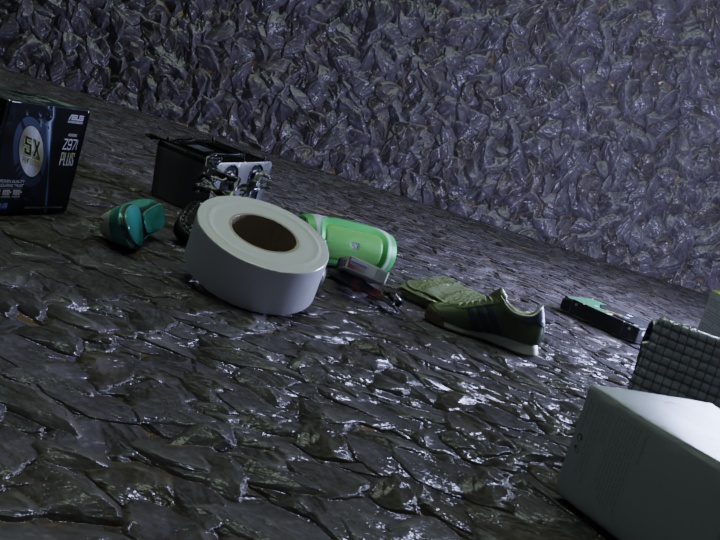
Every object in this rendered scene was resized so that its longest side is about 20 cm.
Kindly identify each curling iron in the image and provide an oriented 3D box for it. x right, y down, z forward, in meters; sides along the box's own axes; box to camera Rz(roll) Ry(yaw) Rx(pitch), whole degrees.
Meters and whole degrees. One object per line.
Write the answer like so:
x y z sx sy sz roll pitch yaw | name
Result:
0.002 0.030 1.717 0.198 0.026 0.049 22 -12 48 | curling iron

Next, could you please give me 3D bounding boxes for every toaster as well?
-0.307 -0.193 2.042 0.197 0.121 0.180 23 17 28 | toaster

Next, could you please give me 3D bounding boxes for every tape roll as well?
-0.145 -0.024 1.446 0.199 0.072 0.203 19 26 -9 | tape roll

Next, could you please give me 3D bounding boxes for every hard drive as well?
0.550 0.108 2.230 0.198 0.039 0.138 27 13 39 | hard drive

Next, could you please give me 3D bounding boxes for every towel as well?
0.166 0.050 1.860 0.146 0.037 0.199 24 11 25 | towel
0.449 0.166 1.356 0.196 0.169 0.086 19 6 4 | towel

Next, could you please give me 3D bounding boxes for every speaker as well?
-0.031 -0.048 1.892 0.197 0.090 0.088 11 11 -33 | speaker

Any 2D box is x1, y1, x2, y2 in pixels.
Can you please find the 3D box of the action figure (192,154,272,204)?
-0.179 -0.108 1.664 0.199 0.120 0.102 41 56 19 | action figure

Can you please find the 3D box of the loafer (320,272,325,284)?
-0.147 -0.011 1.578 0.197 0.070 0.071 19 43 -15 | loafer

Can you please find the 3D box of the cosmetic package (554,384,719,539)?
0.336 0.216 1.000 0.196 0.125 0.199 12 10 -32 | cosmetic package

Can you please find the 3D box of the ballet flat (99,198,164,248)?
-0.352 -0.069 1.537 0.069 0.069 0.200 -6 8 5 | ballet flat

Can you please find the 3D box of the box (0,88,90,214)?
-0.503 -0.174 1.503 0.085 0.167 0.200 19 9 17 | box

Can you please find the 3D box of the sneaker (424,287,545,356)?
0.210 0.067 1.680 0.197 0.092 0.067 19 11 8 | sneaker

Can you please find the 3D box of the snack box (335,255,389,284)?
0.000 0.000 1.741 0.071 0.025 0.200 22 -3 -6 | snack box

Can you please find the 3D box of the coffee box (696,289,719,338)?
0.633 0.168 1.571 0.196 0.202 0.200 16 10 -7 | coffee box

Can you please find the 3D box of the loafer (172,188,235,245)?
-0.260 -0.076 1.726 0.073 0.071 0.200 49 25 1 | loafer
